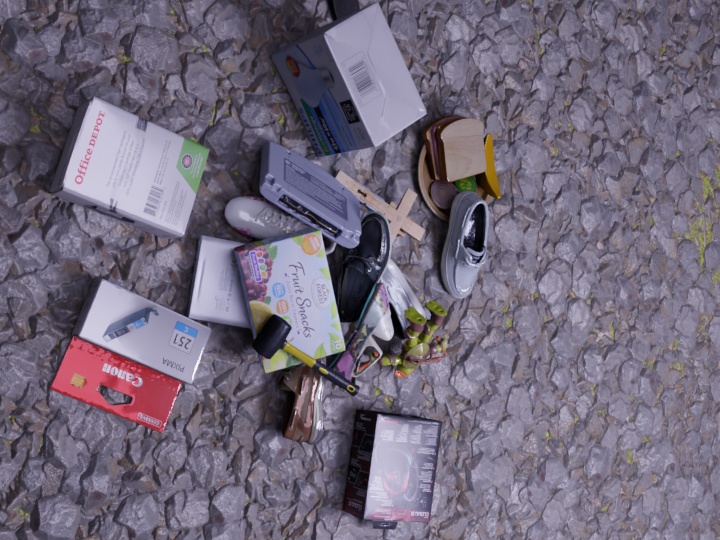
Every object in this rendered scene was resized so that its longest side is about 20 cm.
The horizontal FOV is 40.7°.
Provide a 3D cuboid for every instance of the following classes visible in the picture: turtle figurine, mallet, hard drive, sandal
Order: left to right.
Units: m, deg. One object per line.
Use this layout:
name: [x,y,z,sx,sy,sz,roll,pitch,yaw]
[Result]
hard drive: [-0.178,0.027,1.592,0.197,0.025,0.135,11,86,-23]
mallet: [-0.076,0.136,1.548,0.198,0.041,0.067,27,95,-23]
sandal: [-0.040,-0.524,1.695,0.074,0.045,0.203,-28,104,-29]
turtle figurine: [0.087,0.135,1.710,0.196,0.065,0.163,-6,134,-25]

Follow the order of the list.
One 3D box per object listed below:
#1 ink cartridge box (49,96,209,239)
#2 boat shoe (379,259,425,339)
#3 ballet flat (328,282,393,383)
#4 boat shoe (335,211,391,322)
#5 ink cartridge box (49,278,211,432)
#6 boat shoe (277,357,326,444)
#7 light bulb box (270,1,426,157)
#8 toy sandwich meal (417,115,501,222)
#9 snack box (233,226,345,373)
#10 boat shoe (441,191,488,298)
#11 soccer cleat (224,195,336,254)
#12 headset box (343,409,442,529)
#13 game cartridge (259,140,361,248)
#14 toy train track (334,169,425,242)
ink cartridge box: [-0.349,-0.151,1.471,0.198,0.083,0.148,23,77,-30]
boat shoe: [0.042,0.039,1.724,0.072,0.070,0.202,-48,115,-27]
ballet flat: [0.013,0.115,1.656,0.070,0.069,0.202,31,112,7]
boat shoe: [-0.002,-0.001,1.656,0.202,0.074,0.066,-68,166,19]
ink cartridge box: [-0.349,0.134,1.491,0.198,0.044,0.179,27,74,-29]
boat shoe: [-0.100,0.188,1.630,0.070,0.076,0.204,5,75,-18]
light bulb box: [-0.022,-0.310,1.613,0.124,0.199,0.201,-33,106,-26]
toy sandwich meal: [0.191,-0.190,1.821,0.202,0.070,0.210,1,89,-32]
snack box: [-0.113,0.047,1.567,0.140,0.053,0.204,-15,102,-14]
boat shoe: [0.197,-0.041,1.791,0.069,0.071,0.205,-3,108,-23]
soccer cleat: [-0.126,-0.076,1.609,0.198,0.086,0.071,20,80,-30]
headset box: [0.057,0.358,1.725,0.146,0.075,0.204,11,84,-31]
game cartridge: [-0.084,-0.130,1.623,0.198,0.041,0.134,32,36,-26]
toy train track: [0.030,-0.115,1.745,0.198,0.032,0.116,33,79,-21]
